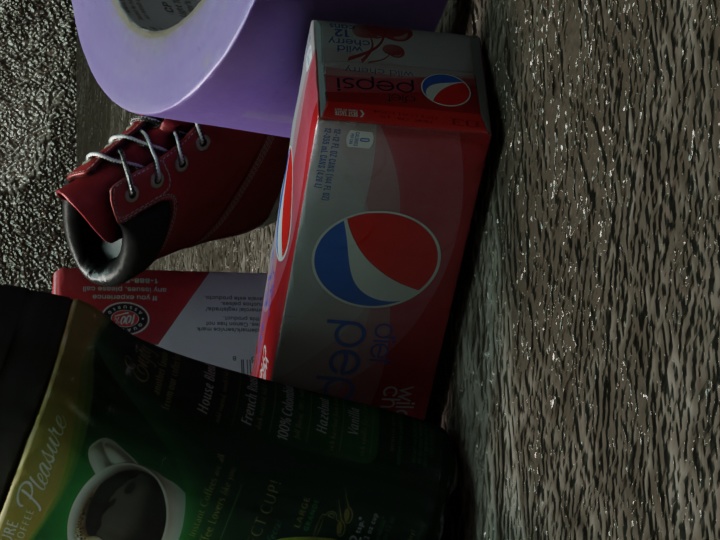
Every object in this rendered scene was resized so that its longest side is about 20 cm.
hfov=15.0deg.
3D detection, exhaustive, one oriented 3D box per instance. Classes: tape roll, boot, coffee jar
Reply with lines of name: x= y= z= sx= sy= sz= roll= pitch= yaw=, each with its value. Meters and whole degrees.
tape roll: x=-0.040 y=-0.157 z=1.124 sx=0.200 sy=0.085 sz=0.201 roll=-17 pitch=70 yaw=57
boot: x=-0.071 y=-0.083 z=1.255 sx=0.072 sy=0.144 sz=0.200 roll=39 pitch=130 yaw=25
coffee jar: x=-0.071 y=0.081 z=1.055 sx=0.085 sy=0.200 sz=0.104 roll=-86 pitch=17 yaw=-63

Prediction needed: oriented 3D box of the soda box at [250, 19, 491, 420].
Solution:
soda box: x=0.000 y=0.000 z=1.081 sx=0.064 sy=0.070 sz=0.200 roll=-94 pitch=11 yaw=-48

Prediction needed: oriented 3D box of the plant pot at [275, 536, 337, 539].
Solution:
plant pot: x=-0.024 y=0.190 z=0.949 sx=0.200 sy=0.187 sz=0.188 roll=-79 pitch=-2 yaw=-57

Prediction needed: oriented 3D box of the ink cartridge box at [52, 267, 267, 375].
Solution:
ink cartridge box: x=-0.075 y=0.104 z=1.284 sx=0.084 sy=0.144 sz=0.200 roll=103 pitch=166 yaw=-54
